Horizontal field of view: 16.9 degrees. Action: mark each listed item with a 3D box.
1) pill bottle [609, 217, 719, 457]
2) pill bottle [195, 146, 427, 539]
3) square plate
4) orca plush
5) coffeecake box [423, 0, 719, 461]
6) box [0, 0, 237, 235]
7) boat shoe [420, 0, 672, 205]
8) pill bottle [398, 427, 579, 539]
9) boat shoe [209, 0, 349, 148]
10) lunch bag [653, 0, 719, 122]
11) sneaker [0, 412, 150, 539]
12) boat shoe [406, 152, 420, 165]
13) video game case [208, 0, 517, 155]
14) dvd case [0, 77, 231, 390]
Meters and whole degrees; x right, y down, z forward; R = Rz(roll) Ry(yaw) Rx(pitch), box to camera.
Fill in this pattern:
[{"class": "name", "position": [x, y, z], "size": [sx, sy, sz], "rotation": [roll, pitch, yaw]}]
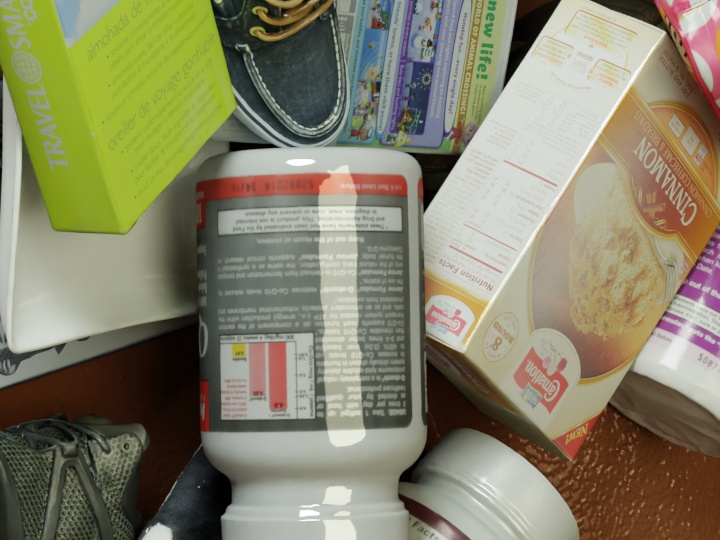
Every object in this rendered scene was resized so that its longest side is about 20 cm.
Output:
[{"class": "pill bottle", "position": [0.222, -0.001, 1.418], "size": [0.112, 0.112, 0.201], "rotation": [38, 73, -27]}, {"class": "pill bottle", "position": [-0.024, 0.043, 1.208], "size": [0.115, 0.116, 0.202], "rotation": [1, 87, -32]}, {"class": "square plate", "position": [-0.121, -0.071, 1.171], "size": [0.200, 0.028, 0.200], "rotation": [-12, 106, -63]}, {"class": "orca plush", "position": [-0.088, 0.173, 1.233], "size": [0.071, 0.106, 0.200], "rotation": [25, 43, 7]}, {"class": "coffeecake box", "position": [0.113, -0.021, 1.314], "size": [0.201, 0.073, 0.153], "rotation": [-57, 143, -8]}, {"class": "box", "position": [-0.119, -0.132, 1.077], "size": [0.122, 0.047, 0.201], "rotation": [-54, 139, -47]}, {"class": "boat shoe", "position": [0.106, -0.100, 1.378], "size": [0.199, 0.072, 0.077], "rotation": [-28, 120, -21]}, {"class": "pill bottle", "position": [0.020, 0.187, 1.296], "size": [0.200, 0.114, 0.114], "rotation": [-46, 113, -23]}, {"class": "boat shoe", "position": [-0.041, -0.136, 1.143], "size": [0.071, 0.091, 0.201], "rotation": [-34, 120, -20]}, {"class": "lunch bag", "position": [0.201, -0.159, 1.317], "size": [0.176, 0.081, 0.201], "rotation": [44, 26, -59]}, {"class": "sneaker", "position": [-0.178, 0.092, 1.189], "size": [0.200, 0.076, 0.115], "rotation": [48, 63, -33]}, {"class": "boat shoe", "position": [-0.002, 0.000, 1.310], "size": [0.073, 0.063, 0.203], "rotation": [-5, 95, -34]}, {"class": "video game case", "position": [0.007, -0.161, 1.238], "size": [0.181, 0.022, 0.202], "rotation": [1, 103, -34]}, {"class": "dvd case", "position": [-0.151, -0.029, 1.237], "size": [0.199, 0.025, 0.152], "rotation": [-18, 101, -31]}]
